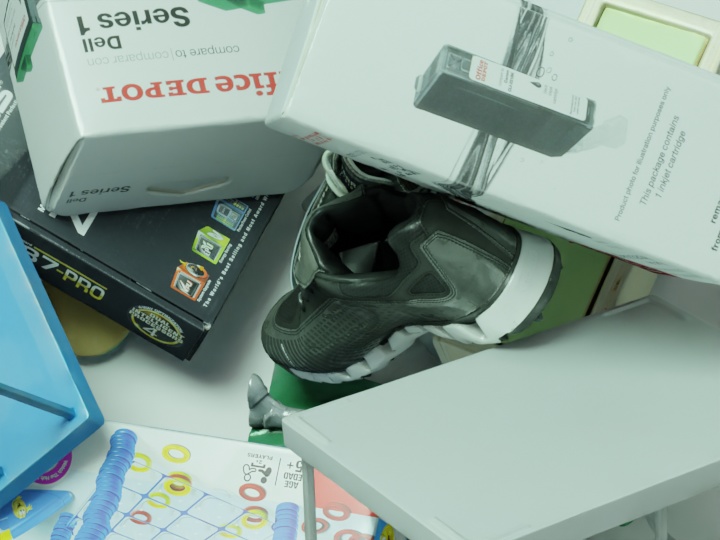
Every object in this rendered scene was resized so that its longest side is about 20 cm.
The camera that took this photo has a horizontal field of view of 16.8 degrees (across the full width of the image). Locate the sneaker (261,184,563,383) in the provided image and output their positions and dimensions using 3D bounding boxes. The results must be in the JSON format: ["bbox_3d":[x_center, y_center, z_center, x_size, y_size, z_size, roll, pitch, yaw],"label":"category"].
[{"bbox_3d":[0.000,0.000,1.124,0.200,0.090,0.066,-16,46,55],"label":"sneaker"}]

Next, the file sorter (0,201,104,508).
[{"bbox_3d":[-0.248,0.062,1.126,0.200,0.123,0.139,-39,57,15],"label":"file sorter"}]

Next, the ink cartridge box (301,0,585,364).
[{"bbox_3d":[0.093,-0.048,1.276,0.200,0.057,0.163,-46,59,7],"label":"ink cartridge box"}]

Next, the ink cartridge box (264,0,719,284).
[{"bbox_3d":[0.065,-0.068,1.054,0.200,0.144,0.084,21,90,-5],"label":"ink cartridge box"}]

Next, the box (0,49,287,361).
[{"bbox_3d":[-0.110,-0.075,1.257,0.161,0.049,0.200,30,59,-3],"label":"box"}]

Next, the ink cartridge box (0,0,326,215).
[{"bbox_3d":[-0.103,-0.139,1.212,0.146,0.084,0.200,-8,68,-23],"label":"ink cartridge box"}]

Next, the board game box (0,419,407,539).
[{"bbox_3d":[-0.092,0.174,1.128,0.200,0.056,0.196,7,75,17],"label":"board game box"}]

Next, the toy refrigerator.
[{"bbox_3d":[0.111,-0.032,1.177,0.076,0.070,0.200,21,74,18],"label":"toy refrigerator"}]

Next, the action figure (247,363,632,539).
[{"bbox_3d":[0.037,0.096,1.184,0.200,0.055,0.118,9,58,12],"label":"action figure"}]

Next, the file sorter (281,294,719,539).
[{"bbox_3d":[0.090,0.113,1.045,0.200,0.125,0.139,-17,29,-28],"label":"file sorter"}]

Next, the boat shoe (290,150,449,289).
[{"bbox_3d":[0.014,-0.054,1.192,0.072,0.071,0.200,47,119,26],"label":"boat shoe"}]

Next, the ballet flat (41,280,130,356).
[{"bbox_3d":[-0.133,-0.052,1.302,0.069,0.063,0.200,3,59,16],"label":"ballet flat"}]
